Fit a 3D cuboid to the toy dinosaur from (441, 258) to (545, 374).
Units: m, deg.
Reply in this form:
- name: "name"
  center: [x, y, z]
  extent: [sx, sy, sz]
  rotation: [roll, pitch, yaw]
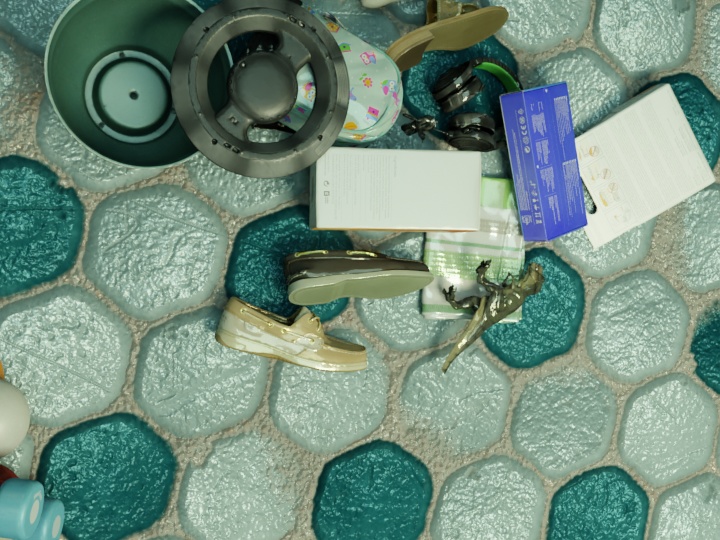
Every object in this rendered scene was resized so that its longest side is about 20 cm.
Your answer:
- name: "toy dinosaur"
  center: [0.163, 0.042, 1.042]
  extent: [0.200, 0.047, 0.088]
  rotation: [-41, 104, -7]

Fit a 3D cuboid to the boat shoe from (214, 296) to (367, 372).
- name: "boat shoe"
  center: [-0.080, 0.079, 0.992]
  extent: [0.199, 0.074, 0.070]
  rotation: [13, 94, -14]

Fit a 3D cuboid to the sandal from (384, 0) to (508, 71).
- name: "sandal"
  center: [0.102, -0.326, 1.017]
  extent: [0.211, 0.078, 0.070]
  rotation: [-29, 79, -30]

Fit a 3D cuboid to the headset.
- name: "headset"
  center: [0.143, -0.212, 1.030]
  extent: [0.199, 0.094, 0.124]
  rotation: [-21, 97, -24]

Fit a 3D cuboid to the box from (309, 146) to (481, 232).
- name: "box"
  center: [0.039, -0.098, 0.981]
  extent: [0.199, 0.124, 0.098]
  rotation: [0, 92, -7]

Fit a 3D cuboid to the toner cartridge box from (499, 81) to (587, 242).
- name: "toner cartridge box"
  center: [0.250, -0.147, 1.062]
  extent: [0.095, 0.043, 0.201]
  rotation: [-19, 103, -37]

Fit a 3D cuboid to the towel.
- name: "towel"
  center: [0.159, -0.030, 1.073]
  extent: [0.148, 0.031, 0.201]
  rotation: [4, 91, -15]

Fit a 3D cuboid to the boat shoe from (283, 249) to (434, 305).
- name: "boat shoe"
  center: [0.000, 0.000, 1.013]
  extent: [0.200, 0.072, 0.061]
  rotation: [-3, 61, -22]

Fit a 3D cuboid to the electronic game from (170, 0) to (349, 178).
- name: "electronic game"
  center: [-0.109, -0.203, 0.867]
  extent: [0.199, 0.042, 0.201]
  rotation: [-1, 93, -14]

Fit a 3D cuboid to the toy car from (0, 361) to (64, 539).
- name: "toy car"
  center: [-0.427, 0.199, 0.888]
  extent: [0.183, 0.177, 0.201]
  rotation: [8, 62, -1]

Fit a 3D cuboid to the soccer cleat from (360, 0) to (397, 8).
- name: "soccer cleat"
  center: [0.092, -0.389, 1.023]
  extent: [0.200, 0.070, 0.086]
  rotation: [-39, 98, -11]

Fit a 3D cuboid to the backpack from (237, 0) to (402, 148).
- name: "backpack"
  center: [-0.048, -0.227, 0.960]
  extent: [0.199, 0.127, 0.168]
  rotation: [29, 88, -7]

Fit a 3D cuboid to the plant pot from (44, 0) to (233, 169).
- name: "plant pot"
  center: [-0.257, -0.211, 0.902]
  extent: [0.199, 0.134, 0.202]
  rotation: [-1, 92, -22]

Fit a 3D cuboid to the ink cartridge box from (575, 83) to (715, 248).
- name: "ink cartridge box"
  center: [0.386, -0.149, 1.132]
  extent: [0.199, 0.050, 0.163]
  rotation: [-30, 100, 6]
